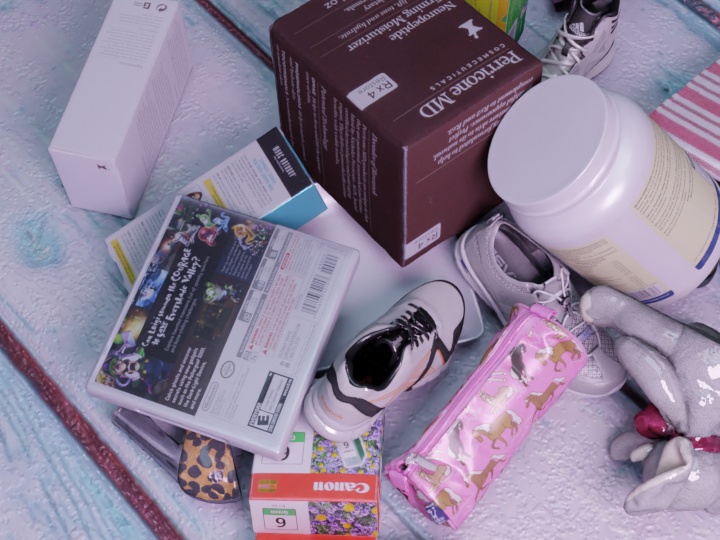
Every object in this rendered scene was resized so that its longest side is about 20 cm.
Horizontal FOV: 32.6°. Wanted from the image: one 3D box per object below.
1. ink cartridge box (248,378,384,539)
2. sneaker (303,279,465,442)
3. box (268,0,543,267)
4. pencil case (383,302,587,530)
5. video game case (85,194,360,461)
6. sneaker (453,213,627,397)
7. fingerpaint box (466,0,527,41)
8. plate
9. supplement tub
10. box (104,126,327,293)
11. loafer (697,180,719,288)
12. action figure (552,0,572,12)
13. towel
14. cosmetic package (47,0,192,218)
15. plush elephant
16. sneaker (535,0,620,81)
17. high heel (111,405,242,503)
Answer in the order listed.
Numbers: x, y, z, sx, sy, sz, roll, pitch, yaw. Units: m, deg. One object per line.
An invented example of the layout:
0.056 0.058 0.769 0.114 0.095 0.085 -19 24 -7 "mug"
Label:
-0.036 0.179 1.031 0.107 0.051 0.201 1 42 3 "ink cartridge box"
0.036 0.067 1.051 0.074 0.080 0.200 40 50 7 "sneaker"
0.040 -0.151 1.146 0.165 0.165 0.200 -33 58 -22 "box"
0.108 0.122 1.047 0.083 0.087 0.201 40 82 4 "pencil case"
-0.116 0.044 1.069 0.179 0.023 0.202 17 65 10 "video game case"
0.165 0.034 1.110 0.200 0.082 0.075 44 68 5 "sneaker"
0.089 -0.317 1.253 0.165 0.201 0.074 23 62 14 "fingerpaint box"
0.000 0.000 1.173 0.197 0.032 0.202 -11 61 -6 "plate"
0.218 -0.068 1.087 0.144 0.199 0.147 -26 48 33 "supplement tub"
-0.136 -0.044 1.163 0.199 0.049 0.083 -33 59 -1 "box"
0.322 -0.084 1.194 0.071 0.063 0.203 1 61 1 "loafer"
0.215 -0.380 1.324 0.133 0.149 0.202 -25 76 -6 "action figure"
0.381 -0.145 1.200 0.199 0.030 0.146 -35 54 -29 "towel"
-0.235 -0.167 1.233 0.070 0.102 0.202 11 61 8 "cosmetic package"
0.271 0.130 1.040 0.200 0.163 0.157 35 104 53 "plush elephant"
0.194 -0.214 1.241 0.075 0.116 0.201 34 67 19 "sneaker"
-0.109 0.101 1.095 0.142 0.072 0.201 35 79 21 "high heel"
